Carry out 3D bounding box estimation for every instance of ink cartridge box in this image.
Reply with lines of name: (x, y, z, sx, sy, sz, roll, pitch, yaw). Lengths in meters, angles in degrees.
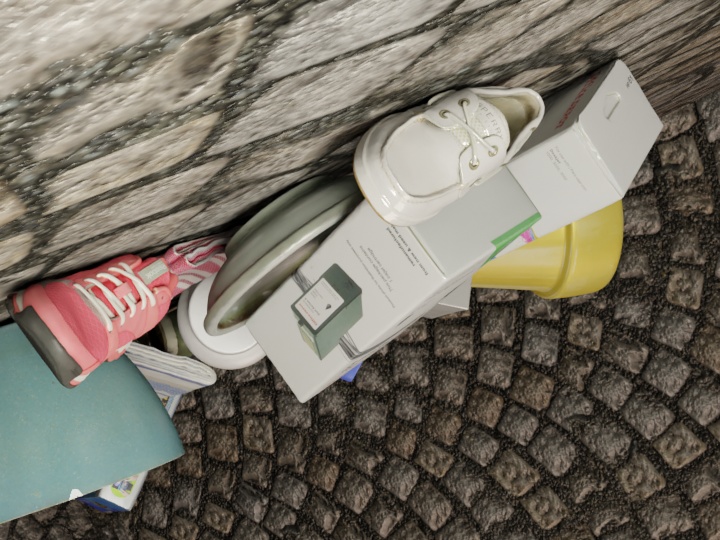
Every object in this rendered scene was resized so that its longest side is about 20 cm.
ink cartridge box: (0.171, -0.098, 1.065, 0.199, 0.085, 0.145, -29, -164, 44)
ink cartridge box: (0.023, 0.000, 0.869, 0.145, 0.084, 0.200, -30, 171, -47)

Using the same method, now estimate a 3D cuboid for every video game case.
video game case: (-0.281, 0.201, 1.374, 0.200, 0.045, 0.183, -28, -143, 65)

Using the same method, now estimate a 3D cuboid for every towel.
towel: (-0.182, 0.019, 0.966, 0.198, 0.030, 0.146, -27, 177, 27)
towel: (-0.256, 0.106, 1.183, 0.146, 0.024, 0.199, 22, 156, -30)

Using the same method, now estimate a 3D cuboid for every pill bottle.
pill bottle: (-0.136, 0.048, 1.175, 0.110, 0.113, 0.200, -24, 178, -8)

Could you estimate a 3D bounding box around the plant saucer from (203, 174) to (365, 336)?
plant saucer: (-0.053, -0.025, 0.893, 0.199, 0.050, 0.200, -37, 174, -5)

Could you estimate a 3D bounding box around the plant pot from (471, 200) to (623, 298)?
plant pot: (0.170, -0.062, 1.275, 0.186, 0.204, 0.201, -8, 174, -14)

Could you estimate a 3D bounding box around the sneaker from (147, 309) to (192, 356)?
sneaker: (-0.225, 0.085, 1.460, 0.089, 0.068, 0.200, -19, 174, -16)

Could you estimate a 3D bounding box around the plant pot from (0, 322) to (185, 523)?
plant pot: (-0.250, 0.110, 0.868, 0.197, 0.137, 0.200, -18, 177, -1)

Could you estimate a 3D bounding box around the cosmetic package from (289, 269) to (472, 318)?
cosmetic package: (0.000, 0.000, 1.056, 0.197, 0.051, 0.082, 12, 165, -22)

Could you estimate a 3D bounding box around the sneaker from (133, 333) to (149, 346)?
sneaker: (-0.297, 0.098, 1.359, 0.090, 0.067, 0.200, -43, 178, -22)

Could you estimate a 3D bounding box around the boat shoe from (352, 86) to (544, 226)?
boat shoe: (0.065, -0.089, 0.743, 0.069, 0.071, 0.200, -28, -174, 37)

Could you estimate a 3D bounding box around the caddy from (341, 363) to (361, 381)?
caddy: (-0.023, 0.021, 1.178, 0.202, 0.104, 0.141, -64, -178, -6)

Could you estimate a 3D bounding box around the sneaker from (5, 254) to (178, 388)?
sneaker: (-0.175, 0.018, 0.766, 0.086, 0.074, 0.200, -37, -177, 3)
